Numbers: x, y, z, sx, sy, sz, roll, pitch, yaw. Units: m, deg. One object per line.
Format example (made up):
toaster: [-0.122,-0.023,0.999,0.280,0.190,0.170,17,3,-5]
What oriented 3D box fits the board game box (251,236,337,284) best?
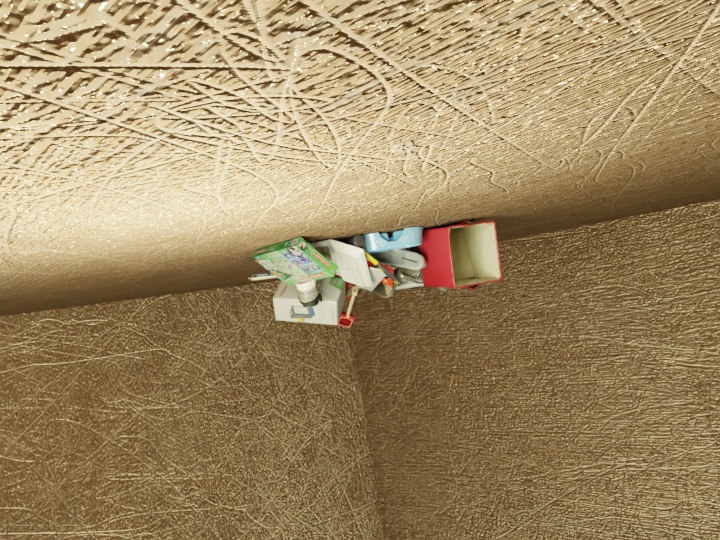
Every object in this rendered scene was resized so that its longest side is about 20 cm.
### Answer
board game box: [-0.173,-0.020,1.329,0.199,0.029,0.134,-10,139,45]

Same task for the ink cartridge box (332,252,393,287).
ink cartridge box: [0.000,0.000,1.555,0.199,0.050,0.161,26,162,11]

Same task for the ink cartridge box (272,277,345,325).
ink cartridge box: [-0.154,0.087,1.595,0.198,0.088,0.146,4,-149,8]

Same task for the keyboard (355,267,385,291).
keyboard: [0.032,0.027,1.566,0.056,0.011,0.200,18,159,-7]

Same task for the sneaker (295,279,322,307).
sneaker: [-0.146,0.058,1.491,0.073,0.088,0.200,-7,-173,2]

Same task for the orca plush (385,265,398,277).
orca plush: [0.020,-0.011,1.624,0.198,0.072,0.105,15,-155,8]

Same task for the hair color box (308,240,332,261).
hair color box: [-0.152,-0.041,1.474,0.098,0.061,0.200,-7,177,-16]

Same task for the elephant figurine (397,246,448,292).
elephant figurine: [0.171,-0.017,1.660,0.154,0.202,0.141,-10,178,43]

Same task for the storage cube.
storage cube: [0.293,-0.045,1.554,0.170,0.202,0.180,-9,-176,-23]

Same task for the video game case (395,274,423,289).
video game case: [0.196,-0.033,1.755,0.198,0.183,0.024,-10,152,22]

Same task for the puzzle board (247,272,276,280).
puzzle board: [-0.238,0.009,1.569,0.198,0.018,0.151,-6,-177,-16]

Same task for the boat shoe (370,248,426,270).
boat shoe: [0.108,-0.042,1.578,0.199,0.074,0.067,24,-177,24]

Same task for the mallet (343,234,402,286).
mallet: [0.044,-0.027,1.429,0.041,0.199,0.066,-58,-171,-30]

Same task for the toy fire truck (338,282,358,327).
toy fire truck: [-0.032,0.070,1.704,0.048,0.201,0.141,16,-162,-15]

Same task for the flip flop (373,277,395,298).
flip flop: [0.066,0.036,1.699,0.058,0.081,0.200,40,177,-30]

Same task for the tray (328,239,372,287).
tray: [-0.028,-0.011,1.465,0.107,0.022,0.200,17,152,19]

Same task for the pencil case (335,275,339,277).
pencil case: [-0.068,0.007,1.825,0.087,0.088,0.200,-10,180,31]

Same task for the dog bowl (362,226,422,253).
dog bowl: [0.086,-0.085,1.488,0.198,0.050,0.111,-10,178,-4]
